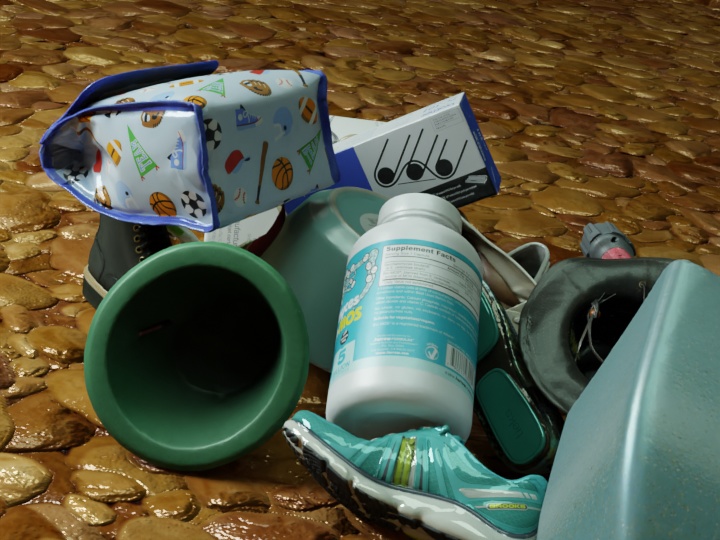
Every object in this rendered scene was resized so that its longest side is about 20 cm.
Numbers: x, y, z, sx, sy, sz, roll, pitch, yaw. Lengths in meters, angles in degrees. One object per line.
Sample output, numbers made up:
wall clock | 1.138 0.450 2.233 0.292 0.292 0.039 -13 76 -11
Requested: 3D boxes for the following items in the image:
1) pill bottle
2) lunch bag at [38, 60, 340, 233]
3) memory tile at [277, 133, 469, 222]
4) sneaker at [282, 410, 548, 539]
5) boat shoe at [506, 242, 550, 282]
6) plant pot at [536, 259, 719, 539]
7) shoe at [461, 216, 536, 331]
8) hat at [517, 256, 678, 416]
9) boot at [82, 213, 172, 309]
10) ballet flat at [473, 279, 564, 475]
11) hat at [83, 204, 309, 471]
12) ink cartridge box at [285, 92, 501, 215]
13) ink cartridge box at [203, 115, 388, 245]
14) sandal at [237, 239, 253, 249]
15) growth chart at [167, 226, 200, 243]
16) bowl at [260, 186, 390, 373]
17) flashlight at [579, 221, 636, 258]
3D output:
pill bottle | 0.038 0.039 1.058 0.110 0.111 0.201 8 54 0
lunch bag | -0.147 -0.110 1.146 0.199 0.125 0.170 4 17 39
memory tile | 0.012 -0.056 1.349 0.198 0.154 0.017 12 22 3
sneaker | 0.039 0.145 0.969 0.199 0.078 0.080 22 67 13
boat shoe | 0.130 0.020 1.337 0.073 0.066 0.200 18 25 21
plant pot | 0.216 0.157 0.851 0.195 0.197 0.200 29 48 6
shoe | 0.127 0.027 1.250 0.070 0.054 0.200 -26 65 -31
hat | 0.221 0.079 1.109 0.199 0.081 0.202 2 50 -3
boot | -0.180 -0.012 1.204 0.199 0.139 0.077 27 29 36
ballet flat | 0.112 0.083 1.118 0.074 0.074 0.201 -4 55 -28
hat | -0.108 0.059 1.102 0.166 0.199 0.176 55 1 4
ink cartridge box | 0.024 -0.086 1.296 0.199 0.094 0.044 -20 17 19
ink cartridge box | -0.056 -0.082 1.406 0.198 0.147 0.084 6 23 -5
sandal | -0.098 0.008 1.277 0.077 0.070 0.211 -12 30 -40
growth chart | -0.226 -0.062 1.374 0.199 0.018 0.145 26 -10 40
bowl | 0.000 0.000 1.209 0.200 0.105 0.201 24 25 -12
flashlight | 0.275 0.005 1.426 0.067 0.068 0.200 2 25 -8
